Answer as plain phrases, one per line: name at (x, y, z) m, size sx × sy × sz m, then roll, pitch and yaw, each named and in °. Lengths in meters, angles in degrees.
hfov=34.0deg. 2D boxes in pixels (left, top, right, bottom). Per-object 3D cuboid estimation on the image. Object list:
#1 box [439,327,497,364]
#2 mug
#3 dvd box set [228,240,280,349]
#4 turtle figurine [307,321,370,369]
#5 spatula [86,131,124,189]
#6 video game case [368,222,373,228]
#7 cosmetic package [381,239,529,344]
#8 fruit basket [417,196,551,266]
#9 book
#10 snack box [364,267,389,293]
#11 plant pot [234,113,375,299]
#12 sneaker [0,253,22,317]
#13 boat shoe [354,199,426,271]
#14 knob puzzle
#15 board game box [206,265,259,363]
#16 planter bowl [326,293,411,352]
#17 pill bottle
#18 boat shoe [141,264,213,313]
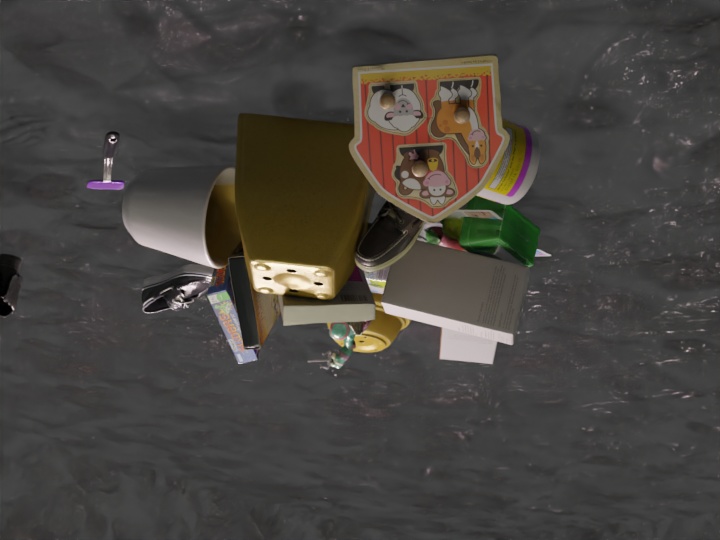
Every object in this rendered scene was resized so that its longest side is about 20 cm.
box at (0.187, 0.063, 1.976) m, size 0.096 × 0.126 × 0.200 m, roll 5°, pitch 157°, yaw 4°
mug at (-0.262, -0.075, 1.745) m, size 0.151 × 0.150 × 0.188 m, roll 8°, pitch 140°, yaw 17°
dvd box set at (-0.155, 0.016, 1.801) m, size 0.029 × 0.148 × 0.200 m, roll -5°, pitch -161°, yaw 10°
turtle figurine at (-0.037, 0.089, 1.988) m, size 0.100 × 0.151 × 0.200 m, roll -12°, pitch -170°, yaw 15°
spatula at (-0.372, -0.157, 1.734) m, size 0.056 × 0.021 × 0.200 m, roll -1°, pitch 157°, yaw -16°
video game case at (-0.013, -0.055, 1.816) m, size 0.198 × 0.019 × 0.143 m, roll 11°, pitch 169°, yaw 9°
cosmetic package at (0.138, 0.029, 1.713) m, size 0.198 × 0.109 × 0.085 m, roll 15°, pitch 168°, yaw 11°
fruit basket at (0.160, -0.045, 1.772) m, size 0.198 × 0.095 × 0.185 m, roll -7°, pitch 154°, yaw 36°
book at (-0.059, 0.012, 1.727) m, size 0.132 × 0.200 × 0.049 m, roll -1°, pitch 118°, yaw -10°
snack box at (0.000, 0.000, 1.899) m, size 0.198 × 0.054 × 0.142 m, roll 7°, pitch 170°, yaw 23°
plant pot at (-0.081, -0.075, 1.626) m, size 0.192 × 0.202 × 0.196 m, roll 6°, pitch 156°, yaw 1°
sneaker at (-0.657, 0.039, 2.161) m, size 0.059 × 0.105 × 0.200 m, roll 11°, pitch 157°, yaw -14°
boat shoe at (0.061, -0.084, 1.619) m, size 0.072 × 0.201 × 0.066 m, roll 33°, pitch 158°, yaw 34°
knob puzzle at (0.083, -0.152, 1.420) m, size 0.217 × 0.222 × 0.031 m, roll 6°, pitch -159°, yaw 0°
board game box at (-0.186, 0.030, 1.844) m, size 0.034 × 0.201 × 0.136 m, roll -13°, pitch 121°, yaw 12°
planter bowl at (0.006, 0.097, 2.153) m, size 0.198 × 0.084 × 0.201 m, roll 5°, pitch 158°, yaw 2°
pill bottle at (0.122, -0.159, 1.499) m, size 0.198 × 0.105 × 0.104 m, roll 16°, pitch 155°, yaw -21°
boat shoe at (-0.325, 0.039, 2.121) m, size 0.198 × 0.069 × 0.072 m, roll -12°, pitch 151°, yaw 36°
